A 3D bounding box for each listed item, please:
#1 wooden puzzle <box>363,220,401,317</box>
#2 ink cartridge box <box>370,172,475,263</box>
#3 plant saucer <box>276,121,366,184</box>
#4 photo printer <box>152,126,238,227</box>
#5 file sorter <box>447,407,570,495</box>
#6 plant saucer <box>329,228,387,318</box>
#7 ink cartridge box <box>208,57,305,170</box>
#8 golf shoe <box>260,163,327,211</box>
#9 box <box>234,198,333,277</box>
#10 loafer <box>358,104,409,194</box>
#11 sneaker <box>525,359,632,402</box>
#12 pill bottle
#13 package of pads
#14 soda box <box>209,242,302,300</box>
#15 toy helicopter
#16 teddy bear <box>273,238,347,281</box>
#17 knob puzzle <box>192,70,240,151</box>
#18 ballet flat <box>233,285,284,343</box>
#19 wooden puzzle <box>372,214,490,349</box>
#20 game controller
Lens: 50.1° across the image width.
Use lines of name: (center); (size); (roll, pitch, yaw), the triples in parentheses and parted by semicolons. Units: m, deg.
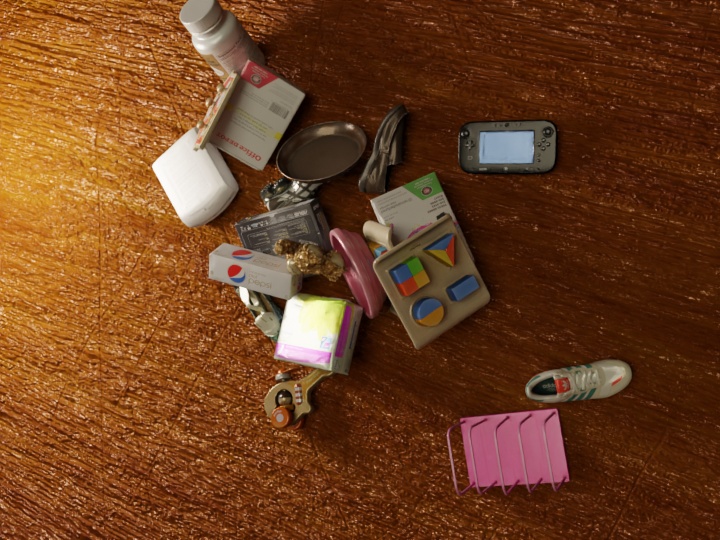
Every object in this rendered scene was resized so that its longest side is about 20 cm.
wooden puzzle: (0.056, 0.006, 1.536); (0.037, 0.185, 0.201); (-21, 103, -10)
ink cartridge box: (0.127, -0.073, 1.555); (0.144, 0.084, 0.201); (-24, 78, 3)
plant saucer: (-0.081, -0.248, 1.653); (0.199, 0.032, 0.201); (-10, 46, 10)
photo printer: (-0.387, -0.214, 1.830); (0.166, 0.069, 0.200); (-37, 75, 20)
file sorter: (0.280, 0.351, 1.473); (0.199, 0.125, 0.140); (-11, 85, 25)
plant saucer: (0.000, 0.000, 1.592); (0.051, 0.201, 0.201); (-25, 77, -10)
ink cartridge box: (-0.234, -0.348, 1.718); (0.145, 0.083, 0.200); (29, 104, -16)
golf shoe: (-0.121, -0.178, 1.713); (0.199, 0.078, 0.095); (-21, 103, 21)
box: (-0.160, -0.059, 1.703); (0.199, 0.048, 0.159); (-13, 106, 25)
loafer: (0.064, -0.249, 1.624); (0.071, 0.073, 0.201); (25, 105, 13)
sneaker: (0.402, 0.213, 1.435); (0.199, 0.093, 0.071); (-13, 84, 25)
pill bottle: (-0.308, -0.511, 1.713); (0.114, 0.200, 0.115); (-13, 57, 20)
package of pads: (-0.092, 0.129, 1.641); (0.199, 0.068, 0.155); (3, 77, 46)
soda box: (-0.229, 0.001, 1.686); (0.199, 0.068, 0.064); (14, 118, 15)
toy helicopter: (-0.133, 0.254, 1.713); (0.200, 0.079, 0.132); (-41, 64, 8)
teddy bear: (-0.104, -0.019, 1.568); (0.200, 0.145, 0.067); (12, 84, 48)
knob puzzle: (-0.330, -0.357, 1.703); (0.030, 0.220, 0.220); (26, 104, -20)
ballet flat: (-0.227, 0.092, 1.750); (0.074, 0.074, 0.200); (-43, 72, 18)
wooden puzzle: (0.142, 0.023, 1.447); (0.185, 0.046, 0.201); (-32, 106, -17)
game controller: (0.290, -0.243, 1.525); (0.199, 0.042, 0.105); (3, 91, 26)
